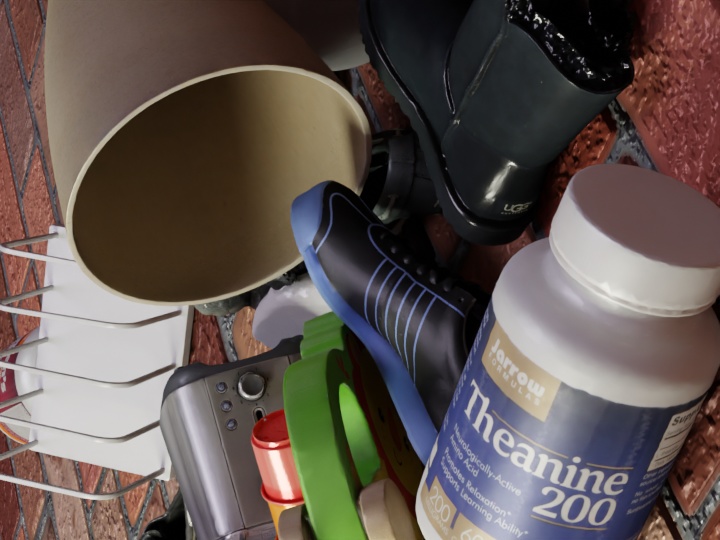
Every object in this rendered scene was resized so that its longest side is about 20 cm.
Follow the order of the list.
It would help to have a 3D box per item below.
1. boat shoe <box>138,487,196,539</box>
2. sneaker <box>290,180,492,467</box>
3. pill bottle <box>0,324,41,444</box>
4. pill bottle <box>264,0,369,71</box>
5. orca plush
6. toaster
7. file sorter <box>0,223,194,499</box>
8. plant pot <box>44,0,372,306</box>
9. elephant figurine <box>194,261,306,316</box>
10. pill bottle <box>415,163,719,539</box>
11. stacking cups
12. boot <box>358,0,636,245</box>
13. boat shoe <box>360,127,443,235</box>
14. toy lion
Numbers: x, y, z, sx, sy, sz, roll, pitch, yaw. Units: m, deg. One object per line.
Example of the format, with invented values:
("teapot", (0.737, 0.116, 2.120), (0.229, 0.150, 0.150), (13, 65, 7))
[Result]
("boat shoe", (-0.146, 0.220, 1.508), (0.200, 0.066, 0.070), (131, 137, -54))
("sneaker", (0.037, 0.021, 1.071), (0.078, 0.070, 0.200), (-40, 72, 26))
("pill bottle", (-0.277, 0.102, 1.767), (0.200, 0.109, 0.110), (155, 116, -64))
("pill bottle", (-0.034, -0.237, 1.252), (0.113, 0.112, 0.200), (116, 147, -42))
("orca plush", (0.000, 0.000, 1.203), (0.071, 0.105, 0.200), (-63, 9, -28))
("toaster", (-0.066, 0.134, 1.247), (0.200, 0.113, 0.130), (109, 146, -70))
("file sorter", (-0.230, 0.075, 1.574), (0.124, 0.138, 0.201), (-17, -65, -70))
("plant pot", (-0.116, -0.115, 1.148), (0.200, 0.187, 0.188), (62, 142, 37))
("elephant figurine", (-0.113, -0.038, 1.366), (0.200, 0.141, 0.156), (19, 113, 61))
("pill bottle", (0.105, 0.055, 0.902), (0.111, 0.111, 0.201), (-117, 37, -49))
("stacking cups", (-0.021, 0.173, 1.146), (0.060, 0.060, 0.201), (-140, 33, -61))
("boot", (0.074, -0.136, 1.034), (0.168, 0.076, 0.201), (120, 138, -52))
("boat shoe", (0.007, -0.058, 1.199), (0.200, 0.062, 0.073), (173, 99, -66))
("toy lion", (0.002, 0.103, 1.082), (0.200, 0.068, 0.192), (48, -155, -61))
